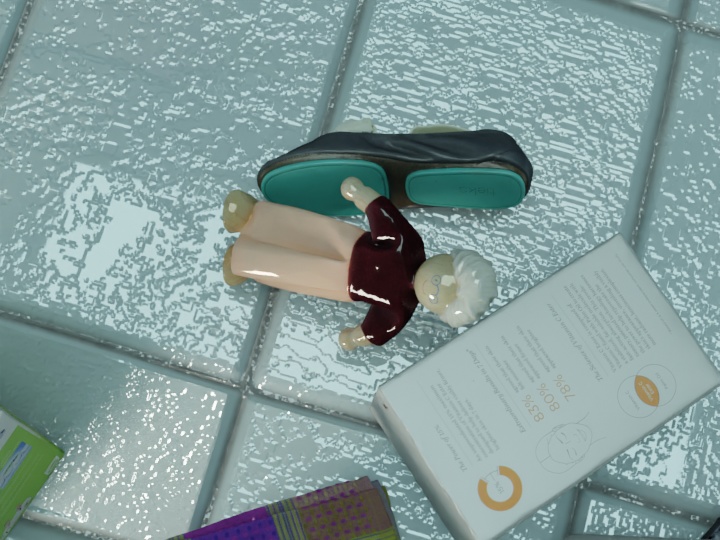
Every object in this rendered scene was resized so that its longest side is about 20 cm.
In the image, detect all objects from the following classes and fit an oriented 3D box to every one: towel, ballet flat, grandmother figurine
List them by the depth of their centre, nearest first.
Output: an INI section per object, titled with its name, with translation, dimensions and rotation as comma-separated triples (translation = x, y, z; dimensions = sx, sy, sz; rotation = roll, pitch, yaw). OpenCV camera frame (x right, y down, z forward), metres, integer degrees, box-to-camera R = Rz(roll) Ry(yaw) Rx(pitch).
[towel]
translation = -0.045, 0.223, 0.808
dimensions = 0.200, 0.023, 0.144
rotation = -12, 66, -27
[grandmother figurine]
translation = 0.000, 0.000, 0.851
dimensions = 0.200, 0.061, 0.121
rotation = 10, 119, 26
[ballet flat]
translation = 0.026, -0.078, 0.912
dimensions = 0.200, 0.073, 0.073
rotation = 0, 76, 4

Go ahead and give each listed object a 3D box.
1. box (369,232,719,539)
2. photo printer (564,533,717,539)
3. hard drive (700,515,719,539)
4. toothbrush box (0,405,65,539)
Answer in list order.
[box]
translation = 0.123, 0.086, 0.854
dimensions = 0.200, 0.097, 0.124
rotation = -31, 80, -10
[photo printer]
translation = 0.232, 0.259, 0.807
dimensions = 0.200, 0.069, 0.167
rotation = 0, 86, 8
[hard drive]
translation = 0.352, 0.213, 0.863
dimensions = 0.200, 0.038, 0.140
rotation = 42, 78, 7
[toothbrush box]
translation = -0.284, 0.098, 0.780
dimensions = 0.146, 0.200, 0.086
rotation = 32, 77, 6
